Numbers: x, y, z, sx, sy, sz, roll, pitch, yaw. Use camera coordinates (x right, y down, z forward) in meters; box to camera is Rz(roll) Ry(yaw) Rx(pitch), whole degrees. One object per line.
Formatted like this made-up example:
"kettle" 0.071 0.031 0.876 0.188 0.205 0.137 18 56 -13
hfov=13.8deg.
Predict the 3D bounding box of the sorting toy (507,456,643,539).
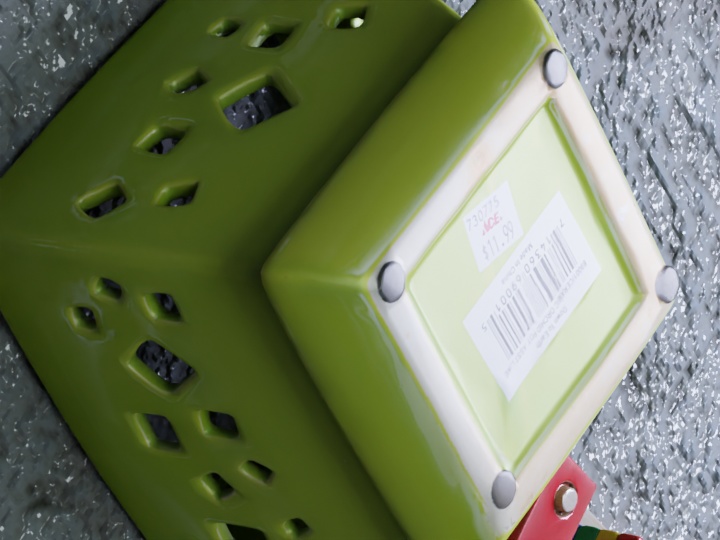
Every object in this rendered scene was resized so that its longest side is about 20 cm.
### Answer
"sorting toy" 0.064 0.184 1.358 0.200 0.070 0.199 47 62 -41

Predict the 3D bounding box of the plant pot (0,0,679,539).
"plant pot" 0.000 0.000 1.176 0.200 0.181 0.199 -51 129 -31
